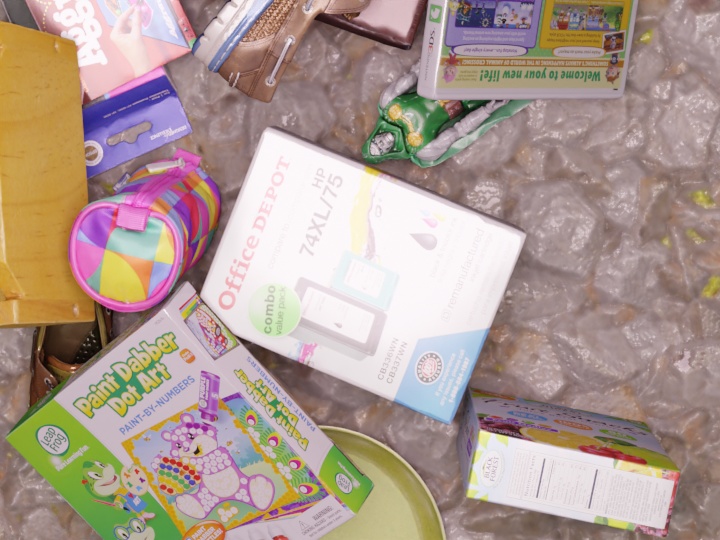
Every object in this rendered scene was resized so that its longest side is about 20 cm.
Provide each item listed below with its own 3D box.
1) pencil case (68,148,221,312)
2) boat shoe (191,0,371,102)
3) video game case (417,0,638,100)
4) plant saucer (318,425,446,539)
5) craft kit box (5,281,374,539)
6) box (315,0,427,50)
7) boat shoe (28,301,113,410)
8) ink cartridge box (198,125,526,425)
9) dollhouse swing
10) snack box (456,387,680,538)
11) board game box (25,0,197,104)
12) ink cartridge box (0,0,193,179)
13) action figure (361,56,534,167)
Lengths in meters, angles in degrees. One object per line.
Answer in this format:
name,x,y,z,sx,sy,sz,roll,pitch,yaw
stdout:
pencil case,-0.151,-0.031,1.418,0.087,0.200,0.089,1,103,3
boat shoe,-0.023,-0.198,1.303,0.072,0.072,0.200,40,105,-7
video game case,0.126,-0.210,1.381,0.199,0.022,0.184,-5,108,-42
plant saucer,-0.033,0.216,1.511,0.198,0.031,0.202,0,94,0
craft kit box,-0.124,0.135,1.412,0.198,0.049,0.200,48,126,-6
box,-0.030,-0.267,1.409,0.198,0.164,0.167,20,94,-1
boat shoe,-0.219,0.074,1.485,0.071,0.068,0.202,-2,95,0
ink cartridge box,0.000,0.000,1.437,0.198,0.146,0.148,22,94,1
dollhouse swing,-0.290,-0.058,1.397,0.174,0.182,0.202,-4,88,17
snack box,0.143,0.133,1.417,0.141,0.200,0.054,13,95,0
board game box,-0.205,-0.232,1.442,0.102,0.019,0.201,-26,101,-2
ink cartridge box,-0.207,-0.178,1.486,0.094,0.037,0.202,-23,95,2
action figure,0.082,-0.143,1.471,0.200,0.055,0.118,-39,82,1
